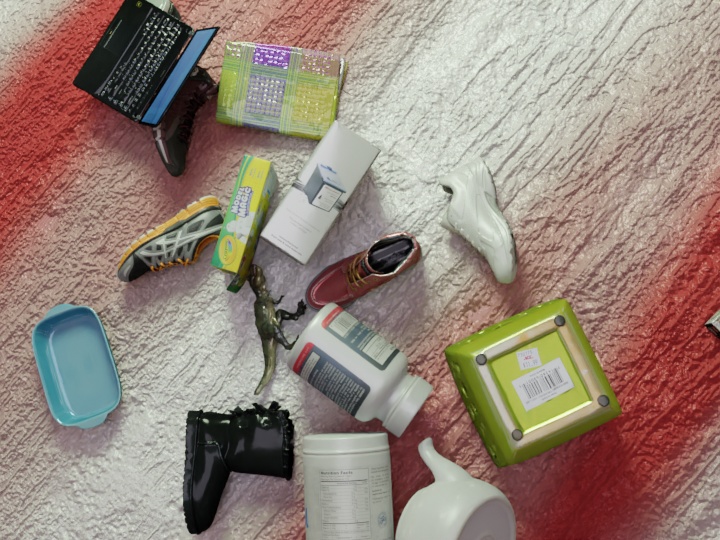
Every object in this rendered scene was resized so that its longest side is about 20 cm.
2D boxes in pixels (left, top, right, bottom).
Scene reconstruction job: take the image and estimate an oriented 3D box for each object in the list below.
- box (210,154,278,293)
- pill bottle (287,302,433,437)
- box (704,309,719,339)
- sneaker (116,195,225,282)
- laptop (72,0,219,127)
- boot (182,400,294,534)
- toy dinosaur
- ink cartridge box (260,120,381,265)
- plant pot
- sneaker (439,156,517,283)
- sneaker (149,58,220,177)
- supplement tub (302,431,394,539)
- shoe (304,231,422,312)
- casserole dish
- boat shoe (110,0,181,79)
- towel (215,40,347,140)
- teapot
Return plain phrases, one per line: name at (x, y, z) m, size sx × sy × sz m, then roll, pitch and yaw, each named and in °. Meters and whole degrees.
box at (-0.180, -0.066, 1.273) m, size 0.048 × 0.117 × 0.202 m, roll 14°, pitch 85°, yaw 1°
pill bottle at (0.002, 0.151, 1.227) m, size 0.199 × 0.120 × 0.120 m, roll 36°, pitch 88°, yaw 9°
box at (0.618, 0.111, 1.208) m, size 0.110 × 0.035 × 0.200 m, roll -45°, pitch 81°, yaw -1°
sneaker at (-0.295, -0.036, 1.305) m, size 0.199 × 0.078 × 0.078 m, roll -34°, pitch 90°, yaw 2°
laptop at (-0.330, -0.325, 1.261) m, size 0.199 × 0.103 × 0.178 m, roll 31°, pitch 85°, yaw 6°
boot at (-0.182, 0.298, 1.255) m, size 0.161 × 0.073 × 0.200 m, roll -1°, pitch 82°, yaw 3°
toy dinosaur at (-0.130, 0.088, 1.286) m, size 0.087 × 0.047 × 0.202 m, roll -7°, pitch 83°, yaw 20°
ink cartridge box at (-0.064, -0.112, 1.245) m, size 0.086 × 0.146 × 0.201 m, roll 32°, pitch 87°, yaw -7°
plant pot at (0.244, 0.158, 1.169) m, size 0.199 × 0.182 × 0.200 m, roll -25°, pitch 81°, yaw 2°
sneaker at (0.176, -0.066, 1.265) m, size 0.099 × 0.078 × 0.201 m, roll -20°, pitch 72°, yaw 10°
sneaker at (-0.275, -0.257, 1.330) m, size 0.115 × 0.076 × 0.202 m, roll -12°, pitch 81°, yaw 1°
supplement tub at (-0.017, 0.339, 1.200) m, size 0.131 × 0.132 × 0.202 m, roll -4°, pitch 82°, yaw 6°
shoe at (0.000, 0.000, 1.259) m, size 0.199 × 0.091 × 0.072 m, roll -26°, pitch 81°, yaw 2°
casserole dish at (-0.445, 0.151, 1.315) m, size 0.120 × 0.039 × 0.201 m, roll -21°, pitch 81°, yaw 4°
boat shoe at (-0.368, -0.360, 1.358) m, size 0.200 × 0.060 × 0.076 m, roll -48°, pitch 61°, yaw 1°
towel at (-0.126, -0.289, 1.331) m, size 0.198 × 0.023 × 0.145 m, roll 8°, pitch 85°, yaw -1°
teapot at (0.117, 0.382, 1.175) m, size 0.145 × 0.198 × 0.200 m, roll 8°, pitch 49°, yaw 43°
